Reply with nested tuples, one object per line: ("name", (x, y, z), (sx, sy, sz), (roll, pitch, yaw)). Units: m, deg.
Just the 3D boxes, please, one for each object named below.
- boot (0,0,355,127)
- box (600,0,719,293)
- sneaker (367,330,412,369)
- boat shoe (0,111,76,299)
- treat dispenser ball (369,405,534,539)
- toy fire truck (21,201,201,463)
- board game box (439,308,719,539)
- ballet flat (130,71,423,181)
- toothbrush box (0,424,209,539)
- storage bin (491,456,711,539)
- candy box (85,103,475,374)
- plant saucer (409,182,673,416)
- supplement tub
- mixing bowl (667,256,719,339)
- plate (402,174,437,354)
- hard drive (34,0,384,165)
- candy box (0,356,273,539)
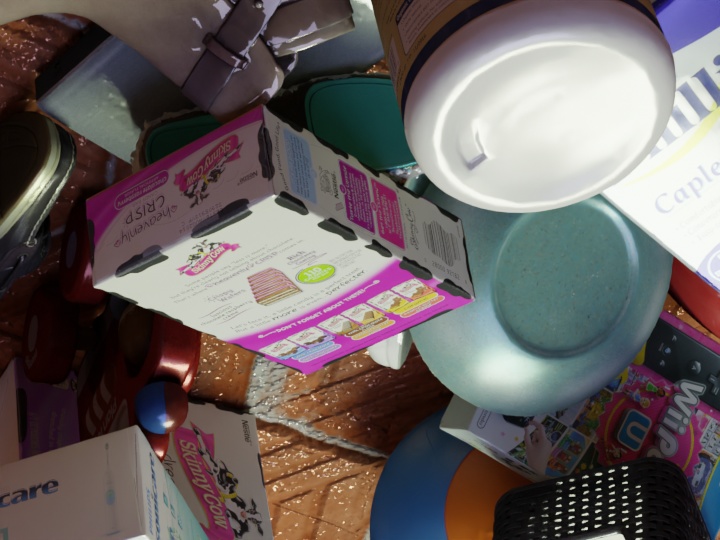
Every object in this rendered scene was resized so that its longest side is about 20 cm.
("boot", (-0.108, -0.140, 1.037), (0.199, 0.070, 0.147), (-32, 103, 19))
("box", (0.218, -0.115, 1.148), (0.200, 0.105, 0.184), (36, 121, -26))
("sneaker", (0.000, 0.000, 1.290), (0.080, 0.071, 0.201), (12, 152, 16))
("boat shoe", (-0.225, -0.027, 1.190), (0.066, 0.072, 0.201), (14, 138, -36))
("treat dispenser ball", (0.106, 0.194, 1.426), (0.199, 0.202, 0.202), (-8, 140, -6))
("toy fire truck", (-0.143, 0.059, 1.229), (0.111, 0.169, 0.200), (9, 135, -24))
("board game box", (0.176, 0.094, 1.322), (0.199, 0.148, 0.064), (31, 168, -14))
("ballet flat", (-0.039, -0.077, 1.143), (0.198, 0.072, 0.072), (-5, 139, -6))
("toothbrush box", (-0.170, 0.202, 1.192), (0.145, 0.086, 0.201), (-16, 137, 5))
("storage bin", (0.177, 0.237, 1.276), (0.134, 0.094, 0.201), (-15, 120, 18))
("candy box", (-0.044, -0.012, 1.111), (0.136, 0.061, 0.200), (-25, 150, 28))
("plant saucer", (0.124, 0.001, 1.224), (0.200, 0.039, 0.203), (-5, 103, -23))
("supplement tub", (0.078, -0.147, 1.026), (0.143, 0.201, 0.145), (-8, 140, -6))
("mixing bowl", (0.297, -0.012, 1.315), (0.199, 0.109, 0.201), (-8, 140, -7))
("plate", (0.108, -0.025, 1.247), (0.199, 0.026, 0.202), (-5, 103, -21))
("hard drive", (-0.076, -0.133, 1.131), (0.200, 0.033, 0.139), (-37, 134, 25))
("candy box", (-0.164, 0.165, 1.345), (0.199, 0.168, 0.072), (16, 132, -30))
